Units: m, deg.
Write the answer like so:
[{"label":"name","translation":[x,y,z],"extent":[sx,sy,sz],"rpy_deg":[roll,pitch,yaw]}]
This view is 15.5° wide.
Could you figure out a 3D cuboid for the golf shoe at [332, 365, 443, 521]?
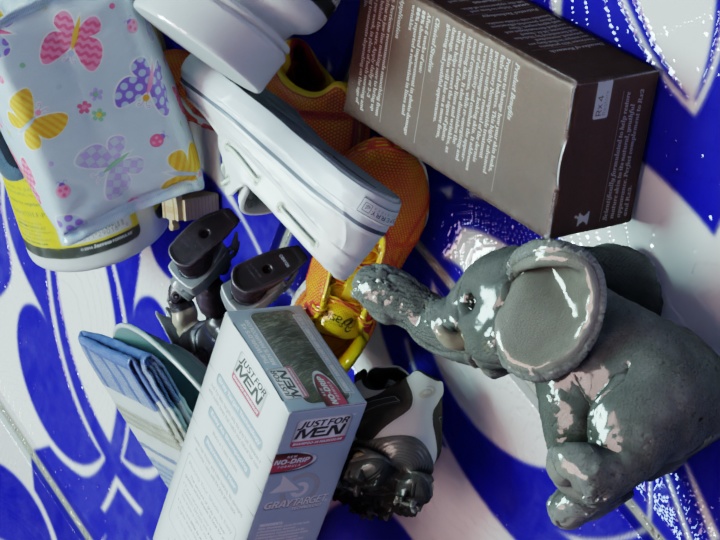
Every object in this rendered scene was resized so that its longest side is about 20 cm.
[{"label":"golf shoe","translation":[0.010,0.112,1.756],"extent":[0.200,0.077,0.095],"rpy_deg":[-13,55,67]}]

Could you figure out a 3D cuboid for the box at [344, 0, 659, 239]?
[{"label":"box","translation":[0.081,-0.107,1.585],"extent":[0.200,0.075,0.101],"rpy_deg":[37,127,44]}]

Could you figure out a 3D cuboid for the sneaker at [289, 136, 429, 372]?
[{"label":"sneaker","translation":[0.000,0.000,1.706],"extent":[0.077,0.073,0.201],"rpy_deg":[-85,9,-50]}]

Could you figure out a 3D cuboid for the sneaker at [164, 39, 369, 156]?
[{"label":"sneaker","translation":[-0.062,-0.122,1.773],"extent":[0.199,0.073,0.078],"rpy_deg":[22,104,40]}]

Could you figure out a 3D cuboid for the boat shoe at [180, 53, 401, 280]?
[{"label":"boat shoe","translation":[-0.060,-0.066,1.652],"extent":[0.200,0.073,0.067],"rpy_deg":[41,103,41]}]

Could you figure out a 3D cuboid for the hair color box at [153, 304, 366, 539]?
[{"label":"hair color box","translation":[-0.068,0.131,1.710],"extent":[0.099,0.060,0.201],"rpy_deg":[55,138,40]}]

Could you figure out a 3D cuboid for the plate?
[{"label":"plate","translation":[-0.104,0.113,1.869],"extent":[0.200,0.026,0.200],"rpy_deg":[47,163,19]}]

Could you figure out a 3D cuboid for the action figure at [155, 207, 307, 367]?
[{"label":"action figure","translation":[-0.091,0.036,1.846],"extent":[0.130,0.069,0.200],"rpy_deg":[43,155,15]}]

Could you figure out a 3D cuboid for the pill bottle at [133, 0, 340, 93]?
[{"label":"pill bottle","translation":[-0.044,-0.216,1.607],"extent":[0.114,0.114,0.200],"rpy_deg":[31,87,44]}]

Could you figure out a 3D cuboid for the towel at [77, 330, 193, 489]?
[{"label":"towel","translation":[-0.126,0.132,1.885],"extent":[0.201,0.024,0.147],"rpy_deg":[59,164,-16]}]

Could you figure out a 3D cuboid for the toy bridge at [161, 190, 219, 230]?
[{"label":"toy bridge","translation":[-0.138,-0.127,1.873],"extent":[0.027,0.067,0.201],"rpy_deg":[12,109,51]}]

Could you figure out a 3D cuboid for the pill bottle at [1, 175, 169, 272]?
[{"label":"pill bottle","translation":[-0.212,-0.109,1.899],"extent":[0.111,0.111,0.201],"rpy_deg":[20,133,49]}]

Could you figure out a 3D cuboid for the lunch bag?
[{"label":"lunch bag","translation":[-0.196,-0.135,1.717],"extent":[0.200,0.127,0.170],"rpy_deg":[-123,12,-60]}]

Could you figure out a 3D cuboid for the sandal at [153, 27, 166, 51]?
[{"label":"sandal","translation":[-0.218,-0.216,1.952],"extent":[0.212,0.069,0.078],"rpy_deg":[58,139,24]}]

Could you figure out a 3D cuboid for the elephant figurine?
[{"label":"elephant figurine","translation":[0.114,0.035,1.521],"extent":[0.201,0.155,0.142],"rpy_deg":[58,162,11]}]
